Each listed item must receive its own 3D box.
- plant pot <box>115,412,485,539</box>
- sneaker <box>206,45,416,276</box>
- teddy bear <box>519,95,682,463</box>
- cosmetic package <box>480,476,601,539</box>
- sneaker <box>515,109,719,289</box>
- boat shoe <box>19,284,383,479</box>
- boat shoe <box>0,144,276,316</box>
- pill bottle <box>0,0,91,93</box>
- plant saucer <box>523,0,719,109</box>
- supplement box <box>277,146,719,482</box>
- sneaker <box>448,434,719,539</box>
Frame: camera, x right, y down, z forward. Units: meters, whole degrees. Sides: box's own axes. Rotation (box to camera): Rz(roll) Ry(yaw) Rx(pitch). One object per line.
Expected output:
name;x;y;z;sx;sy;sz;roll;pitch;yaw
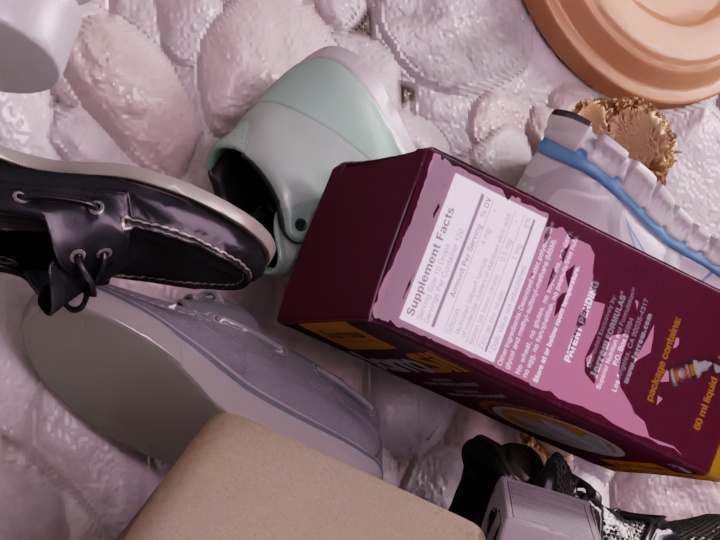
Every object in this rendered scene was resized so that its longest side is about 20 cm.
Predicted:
plant pot;-0.047;0.184;1.153;0.199;0.200;0.177;26;55;-9
sneaker;0.000;0.000;1.303;0.118;0.074;0.201;-39;97;-41
teddy bear;0.122;0.008;1.410;0.145;0.067;0.201;-17;100;-28
cosmetic package;0.057;0.202;1.210;0.050;0.083;0.201;16;98;0
sneaker;0.146;0.007;1.356;0.200;0.075;0.087;38;89;-21
boat shoe;-0.072;0.051;1.257;0.200;0.070;0.072;32;42;-24
boat shoe;-0.139;-0.014;1.167;0.199;0.075;0.066;18;62;-9
pill bottle;-0.148;-0.189;1.201;0.109;0.109;0.201;28;68;-30
plant saucer;0.166;-0.192;1.485;0.200;0.032;0.201;7;79;-37
supplement box;0.078;0.023;1.236;0.200;0.110;0.086;25;79;-21
sneaker;0.116;0.129;1.314;0.199;0.076;0.115;-12;96;-32
